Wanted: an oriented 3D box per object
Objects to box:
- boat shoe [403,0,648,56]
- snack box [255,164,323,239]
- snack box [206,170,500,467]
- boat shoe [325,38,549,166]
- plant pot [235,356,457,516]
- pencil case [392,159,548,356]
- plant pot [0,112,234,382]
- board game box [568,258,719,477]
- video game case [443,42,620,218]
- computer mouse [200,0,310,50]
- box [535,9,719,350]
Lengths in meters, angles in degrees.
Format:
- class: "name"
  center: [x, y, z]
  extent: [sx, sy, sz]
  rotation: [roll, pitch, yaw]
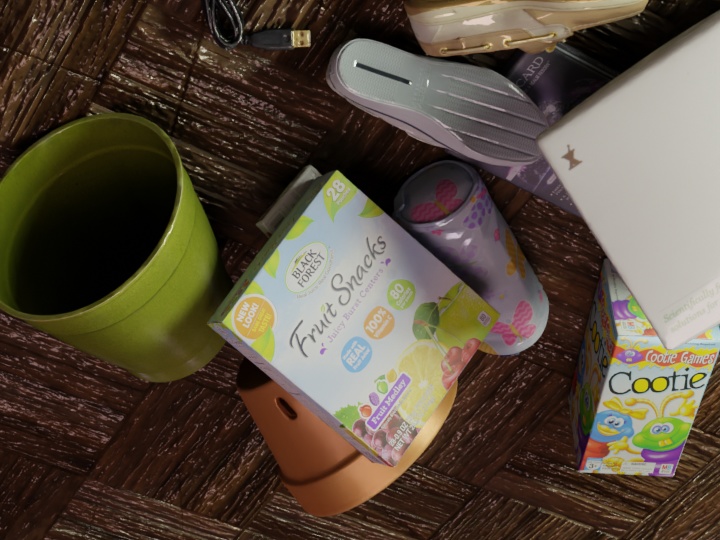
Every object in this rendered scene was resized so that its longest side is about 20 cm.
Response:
- class: "boat shoe"
  center: [0.136, -0.210, 1.221]
  extent: [0.197, 0.074, 0.070]
  rotation: [-2, 138, 14]
- class: "snack box"
  center: [0.000, 0.000, 1.376]
  extent: [0.200, 0.072, 0.024]
  rotation: [44, 162, -12]
- class: "snack box"
  center: [-0.005, 0.043, 1.324]
  extent: [0.199, 0.169, 0.068]
  rotation: [39, 166, -11]
- class: "boat shoe"
  center: [0.064, -0.145, 1.286]
  extent: [0.198, 0.074, 0.067]
  rotation: [24, 175, -12]
- class: "plant pot"
  center: [-0.025, 0.112, 1.456]
  extent: [0.199, 0.201, 0.140]
  rotation: [-32, 111, 26]
- class: "pencil case"
  center: [0.104, -0.009, 1.404]
  extent: [0.090, 0.084, 0.201]
  rotation: [-7, 136, 26]
- class: "plant pot"
  center: [-0.205, 0.000, 1.346]
  extent: [0.198, 0.203, 0.193]
  rotation: [-16, 145, 14]
- class: "board game box"
  center: [0.274, 0.097, 1.497]
  extent: [0.101, 0.106, 0.202]
  rotation: [3, 134, -4]
- class: "video game case"
  center: [0.193, -0.117, 1.345]
  extent: [0.198, 0.019, 0.143]
  rotation: [24, 129, -22]
- class: "computer mouse"
  center: [-0.043, -0.231, 1.208]
  extent: [0.197, 0.046, 0.142]
  rotation: [-8, 133, 6]
- class: "box"
  center: [0.277, -0.083, 1.206]
  extent: [0.198, 0.171, 0.201]
  rotation: [-32, 90, 17]
